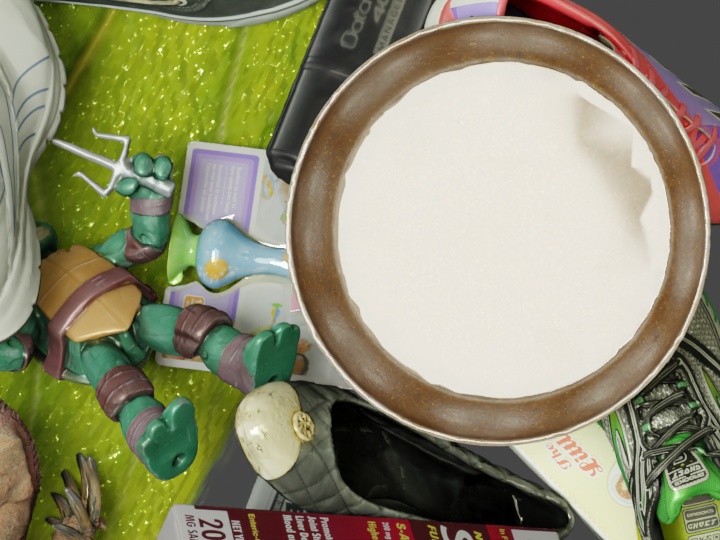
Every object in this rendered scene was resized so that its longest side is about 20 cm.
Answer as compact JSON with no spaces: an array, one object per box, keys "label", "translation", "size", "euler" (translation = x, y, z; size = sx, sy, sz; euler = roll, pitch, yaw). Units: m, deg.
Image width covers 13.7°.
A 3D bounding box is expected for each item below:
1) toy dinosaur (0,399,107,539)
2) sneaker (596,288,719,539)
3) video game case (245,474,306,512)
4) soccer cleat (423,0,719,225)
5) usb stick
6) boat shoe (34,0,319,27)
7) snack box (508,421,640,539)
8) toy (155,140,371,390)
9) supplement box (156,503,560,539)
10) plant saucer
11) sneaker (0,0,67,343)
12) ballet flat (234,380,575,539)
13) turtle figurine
[{"label":"toy dinosaur","translation":[-0.181,0.107,1.443],"size":[0.135,0.200,0.086],"euler":[-11,49,-4]},{"label":"sneaker","translation":[0.155,0.077,1.440],"size":[0.078,0.085,0.201],"euler":[-20,90,-1]},{"label":"video game case","translation":[0.009,0.198,1.436],"size":[0.182,0.200,0.023],"euler":[23,130,-1]},{"label":"soccer cleat","translation":[0.126,-0.081,1.465],"size":[0.200,0.073,0.068],"euler":[30,74,-17]},{"label":"usb stick","translation":[0.010,-0.128,1.477],"size":[0.055,0.033,0.201],"euler":[18,74,9]},{"label":"boat shoe","translation":[-0.105,-0.157,1.485],"size":[0.199,0.057,0.069],"euler":[0,90,-1]},{"label":"snack box","translation":[0.145,0.078,1.501],"size":[0.116,0.037,0.200],"euler":[-44,91,-1]},{"label":"toy","translation":[0.000,0.000,1.473],"size":[0.199,0.047,0.116],"euler":[7,81,11]},{"label":"supplement box","translation":[0.006,0.172,1.399],"size":[0.199,0.109,0.061],"euler":[6,133,-22]},{"label":"plant saucer","translation":[0.065,-0.019,1.411],"size":[0.200,0.034,0.201],"euler":[0,93,10]},{"label":"sneaker","translation":[-0.184,-0.066,1.401],"size":[0.074,0.087,0.201],"euler":[-8,65,11]},{"label":"ballet flat","translation":[0.021,0.093,1.443],"size":[0.200,0.057,0.067],"euler":[22,61,-38]},{"label":"turtle figurine","translation":[-0.131,0.012,1.453],"size":[0.200,0.101,0.150],"euler":[36,80,29]}]
